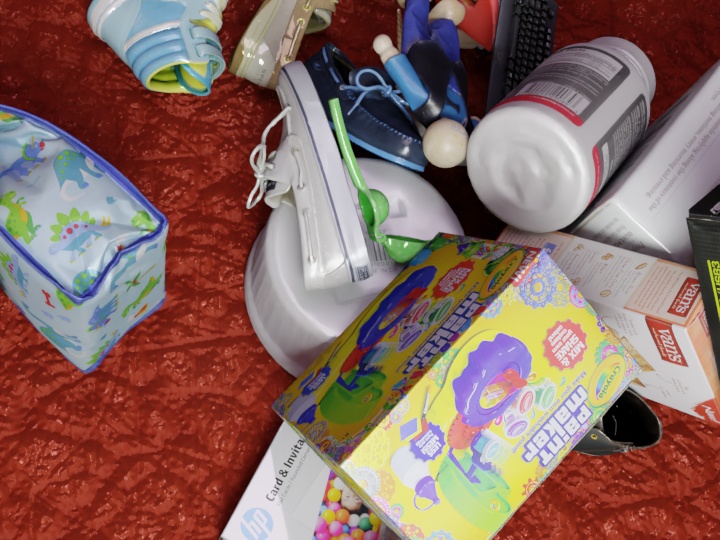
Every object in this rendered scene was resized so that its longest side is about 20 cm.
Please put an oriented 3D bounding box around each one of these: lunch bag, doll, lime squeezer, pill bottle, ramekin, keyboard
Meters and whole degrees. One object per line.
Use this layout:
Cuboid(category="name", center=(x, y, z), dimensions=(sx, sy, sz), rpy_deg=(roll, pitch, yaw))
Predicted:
Cuboid(category="lunch bag", center=(-0.262, -0.035, 0.934), dimensions=(0.200, 0.170, 0.127), rpy_deg=(43, 64, 8))
Cuboid(category="doll", center=(0.063, -0.168, 0.990), dimensions=(0.136, 0.048, 0.202), rpy_deg=(32, 41, -37))
Cuboid(category="lime squeezer", center=(0.031, -0.051, 0.936), dimensions=(0.199, 0.038, 0.071), rpy_deg=(39, 103, -19))
Cuboid(category="pill bottle", center=(0.179, -0.125, 0.970), dimensions=(0.110, 0.111, 0.200), rpy_deg=(40, 45, 7))
Cuboid(category="ramekin", center=(0.000, 0.000, 1.005), dimensions=(0.198, 0.098, 0.203), rpy_deg=(3, 68, -8))
Cuboid(category="keyboard", center=(0.165, -0.168, 1.060), dimensions=(0.127, 0.020, 0.202), rpy_deg=(30, 61, -38))

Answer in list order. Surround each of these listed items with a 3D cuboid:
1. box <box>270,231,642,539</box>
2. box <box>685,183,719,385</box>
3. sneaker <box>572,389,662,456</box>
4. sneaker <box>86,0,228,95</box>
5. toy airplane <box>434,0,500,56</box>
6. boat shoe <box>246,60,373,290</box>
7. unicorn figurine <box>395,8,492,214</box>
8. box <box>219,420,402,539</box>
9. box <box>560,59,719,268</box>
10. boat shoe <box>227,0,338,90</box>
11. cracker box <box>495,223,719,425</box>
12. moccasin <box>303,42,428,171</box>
Cuboid(category="box", center=(0.063, 0.088, 0.848), dimensions=(0.200, 0.192, 0.122), rpy_deg=(-45, 107, -10))
Cuboid(category="box", center=(0.331, -0.002, 0.858), dimensions=(0.199, 0.047, 0.195), rpy_deg=(-36, 121, -30))
Cuboid(category="sneaker", center=(0.152, 0.108, 0.971), dimensions=(0.198, 0.106, 0.076), rpy_deg=(13, 78, -10))
Cuboid(category="sneaker", center=(-0.144, -0.240, 1.088), dimensions=(0.199, 0.080, 0.131), rpy_deg=(-34, 75, -10))
Cuboid(category="toy airplane", center=(0.099, -0.326, 1.127), dimensions=(0.198, 0.141, 0.201), rpy_deg=(34, 49, -7))
Cuboid(category="boat shoe", center=(-0.056, -0.075, 0.940), dimensions=(0.085, 0.075, 0.204), rpy_deg=(-17, 72, -2))
Cuboid(category="unicorn figurine", center=(0.082, -0.129, 1.075), dimensions=(0.199, 0.074, 0.138), rpy_deg=(38, 28, -22))
Cuboid(category="box", center=(0.006, 0.203, 0.955), dimensions=(0.199, 0.041, 0.157), rpy_deg=(29, 69, 3))
Cuboid(category="box", center=(0.292, -0.034, 1.008), dimensions=(0.171, 0.200, 0.199), rpy_deg=(41, 67, 3))
Cuboid(category="boat shoe", center=(-0.058, -0.257, 1.117), dimensions=(0.066, 0.074, 0.201), rpy_deg=(31, 69, -8))
Cuboid(category="cracker box", center=(0.207, 0.040, 0.929), dimensions=(0.199, 0.134, 0.058), rpy_deg=(18, 63, 44))
Cuboid(category="moccasin", center=(-0.001, -0.155, 1.027), dimensions=(0.200, 0.080, 0.069), rpy_deg=(40, 105, 42))
